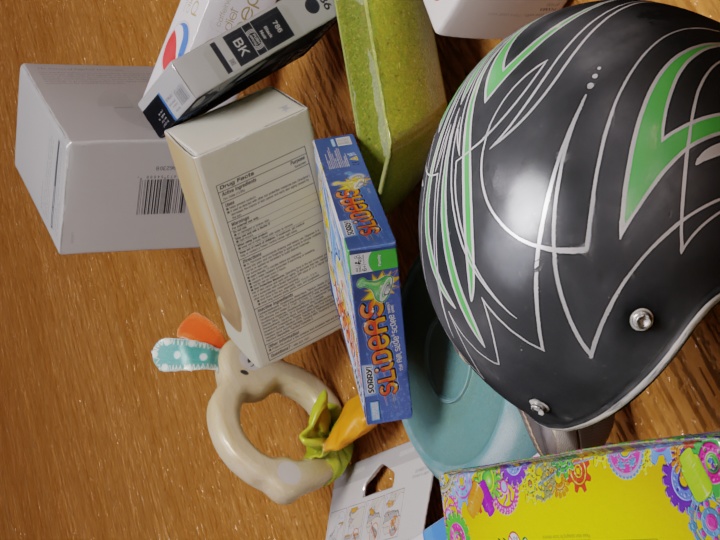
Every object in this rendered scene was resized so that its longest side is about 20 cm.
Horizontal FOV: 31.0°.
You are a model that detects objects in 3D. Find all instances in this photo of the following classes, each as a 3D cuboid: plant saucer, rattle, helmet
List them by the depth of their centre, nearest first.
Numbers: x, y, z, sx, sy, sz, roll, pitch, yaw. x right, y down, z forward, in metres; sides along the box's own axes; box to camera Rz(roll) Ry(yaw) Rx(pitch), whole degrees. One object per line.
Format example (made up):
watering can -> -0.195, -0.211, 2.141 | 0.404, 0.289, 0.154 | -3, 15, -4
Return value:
helmet -> 0.121, -0.028, 0.623 | 0.200, 0.189, 0.202 | 12, 104, 63
plant saucer -> 0.070, 0.060, 0.908 | 0.200, 0.027, 0.202 | -6, 83, 63
plant saucer -> 0.020, -0.154, 0.918 | 0.200, 0.047, 0.202 | 104, 157, -78
rattle -> -0.079, 0.083, 1.082 | 0.201, 0.130, 0.143 | 54, 155, 18

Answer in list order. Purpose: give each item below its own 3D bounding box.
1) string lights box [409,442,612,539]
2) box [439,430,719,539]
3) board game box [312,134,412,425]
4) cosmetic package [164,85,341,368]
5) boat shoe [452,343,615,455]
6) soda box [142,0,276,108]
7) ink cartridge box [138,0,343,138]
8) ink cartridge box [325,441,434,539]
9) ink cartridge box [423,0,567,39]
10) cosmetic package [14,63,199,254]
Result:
string lights box -> 0.103, 0.194, 0.837 | 0.200, 0.058, 0.104 | -49, 50, 55
box -> 0.169, 0.127, 0.545 | 0.200, 0.191, 0.123 | -26, 70, 62
board game box -> 0.000, 0.000, 0.943 | 0.200, 0.034, 0.136 | -108, 10, -63
cosmetic package -> -0.077, -0.034, 1.052 | 0.071, 0.105, 0.201 | 37, 146, 53
boat shoe -> 0.099, 0.033, 0.797 | 0.073, 0.074, 0.201 | -39, 48, 36
soda box -> -0.130, -0.223, 1.179 | 0.068, 0.063, 0.201 | 34, 104, 57
ink cartridge box -> -0.081, -0.181, 1.049 | 0.039, 0.200, 0.099 | 54, 153, -3
ink cartridge box -> 0.019, 0.233, 1.030 | 0.200, 0.044, 0.178 | -35, 37, 60
ink cartridge box -> 0.096, -0.254, 0.766 | 0.200, 0.082, 0.148 | -55, 46, 51
cosmetic package -> -0.227, -0.117, 1.307 | 0.200, 0.198, 0.124 | 51, 136, 50
